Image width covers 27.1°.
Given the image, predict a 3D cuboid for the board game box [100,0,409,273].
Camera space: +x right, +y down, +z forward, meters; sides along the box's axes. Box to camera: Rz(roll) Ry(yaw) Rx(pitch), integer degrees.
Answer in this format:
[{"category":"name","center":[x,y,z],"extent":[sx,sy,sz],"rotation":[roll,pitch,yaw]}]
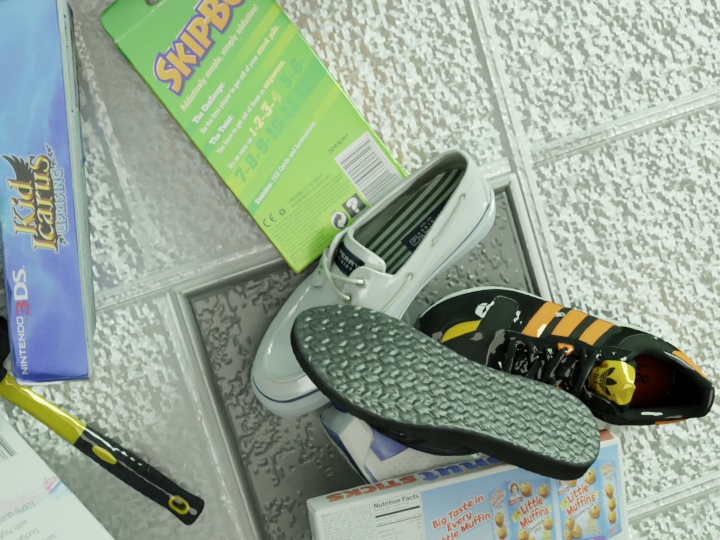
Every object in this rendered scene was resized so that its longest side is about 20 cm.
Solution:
[{"category":"board game box","center":[-0.066,-0.106,0.932],"extent":[0.095,0.030,0.201],"rotation":[-39,104,-5]}]

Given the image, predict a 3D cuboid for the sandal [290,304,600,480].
[{"category":"sandal","center":[0.045,0.083,0.885],"extent":[0.199,0.076,0.048],"rotation":[23,133,-10]}]

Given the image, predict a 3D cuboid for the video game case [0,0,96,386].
[{"category":"video game case","center":[-0.178,-0.051,0.840],"extent":[0.045,0.181,0.202],"rotation":[-4,97,-8]}]

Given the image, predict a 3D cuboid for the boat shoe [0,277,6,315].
[{"category":"boat shoe","center":[-0.292,0.056,0.873],"extent":[0.201,0.074,0.065],"rotation":[-39,73,3]}]

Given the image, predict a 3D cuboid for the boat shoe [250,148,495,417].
[{"category":"boat shoe","center":[0.000,0.000,0.925],"extent":[0.073,0.067,0.200],"rotation":[35,77,30]}]

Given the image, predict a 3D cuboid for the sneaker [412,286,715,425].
[{"category":"sneaker","center":[0.131,0.057,0.941],"extent":[0.198,0.090,0.071],"rotation":[11,94,-21]}]

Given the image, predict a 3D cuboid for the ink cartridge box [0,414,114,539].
[{"category":"ink cartridge box","center":[-0.225,0.168,0.813],"extent":[0.200,0.147,0.086],"rotation":[44,131,19]}]

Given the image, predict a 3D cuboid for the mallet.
[{"category":"mallet","center":[-0.176,0.090,0.933],"extent":[0.199,0.041,0.066],"rotation":[29,94,-16]}]

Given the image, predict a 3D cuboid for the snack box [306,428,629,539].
[{"category":"snack box","center":[0.068,0.154,0.910],"extent":[0.198,0.024,0.073],"rotation":[-11,103,-15]}]

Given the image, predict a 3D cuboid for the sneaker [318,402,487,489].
[{"category":"sneaker","center":[0.073,0.125,0.962],"extent":[0.115,0.080,0.199],"rotation":[-46,108,-6]}]
